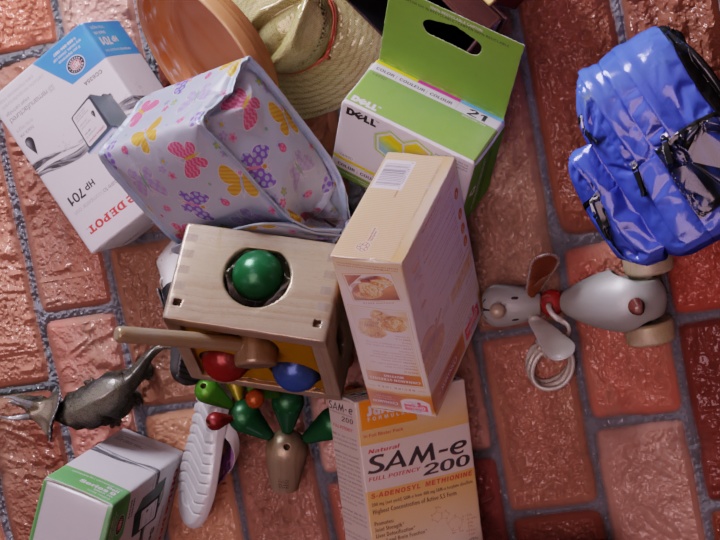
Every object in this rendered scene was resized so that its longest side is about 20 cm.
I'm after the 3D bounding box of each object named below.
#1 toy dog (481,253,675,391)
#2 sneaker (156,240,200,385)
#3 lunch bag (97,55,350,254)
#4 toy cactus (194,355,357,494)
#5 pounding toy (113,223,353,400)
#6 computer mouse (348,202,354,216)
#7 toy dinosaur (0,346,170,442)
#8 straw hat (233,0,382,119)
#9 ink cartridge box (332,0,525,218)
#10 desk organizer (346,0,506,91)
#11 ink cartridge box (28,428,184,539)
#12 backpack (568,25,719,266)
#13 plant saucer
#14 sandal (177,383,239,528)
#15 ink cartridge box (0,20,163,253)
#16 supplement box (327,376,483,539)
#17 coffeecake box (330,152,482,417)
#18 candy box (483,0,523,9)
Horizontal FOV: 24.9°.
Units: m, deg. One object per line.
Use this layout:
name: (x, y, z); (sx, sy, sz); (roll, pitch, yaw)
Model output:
toy dog: (0.215, 0.038, 1.580); (0.200, 0.096, 0.132); (-27, 89, 21)
sneaker: (-0.179, 0.021, 1.720); (0.088, 0.074, 0.200); (7, 80, 32)
lunch bag: (-0.125, -0.085, 1.585); (0.169, 0.127, 0.200); (-11, 129, 43)
toy cactus: (-0.071, 0.160, 1.693); (0.199, 0.102, 0.165); (-1, 116, -10)
pounding toy: (-0.110, 0.049, 1.542); (0.184, 0.200, 0.142); (8, 67, 9)
computer mouse: (0.000, 0.000, 1.686); (0.059, 0.034, 0.200); (-19, 88, 49)
toy dinosaur: (-0.278, 0.140, 1.762); (0.200, 0.102, 0.077); (-17, 94, 21)
straw hat: (-0.073, -0.242, 1.636); (0.201, 0.085, 0.202); (3, 100, 19)
ink cartridge box: (0.060, -0.153, 1.559); (0.148, 0.076, 0.200); (27, 143, 13)
desk organizer: (0.039, -0.277, 1.584); (0.077, 0.072, 0.200); (-42, 83, -18)
ink cartridge box: (-0.273, 0.269, 1.732); (0.084, 0.200, 0.146); (19, 105, 12)
backpack: (0.271, -0.113, 1.491); (0.168, 0.163, 0.200); (-28, 84, 6)
plant saucer: (-0.148, -0.217, 1.638); (0.037, 0.200, 0.200); (-39, 84, -23)
sandal: (-0.152, 0.184, 1.753); (0.050, 0.082, 0.203); (6, 103, -26)
ink cartridge box: (-0.270, -0.141, 1.722); (0.146, 0.086, 0.200); (-36, 85, 21)
supplement box: (0.047, 0.213, 1.647); (0.126, 0.074, 0.201); (-11, 98, -22)
coffeecake box: (0.049, 0.014, 1.553); (0.073, 0.154, 0.200); (6, 134, 22)
candy box: (0.083, -0.336, 1.551); (0.200, 0.117, 0.056); (47, 107, 7)
